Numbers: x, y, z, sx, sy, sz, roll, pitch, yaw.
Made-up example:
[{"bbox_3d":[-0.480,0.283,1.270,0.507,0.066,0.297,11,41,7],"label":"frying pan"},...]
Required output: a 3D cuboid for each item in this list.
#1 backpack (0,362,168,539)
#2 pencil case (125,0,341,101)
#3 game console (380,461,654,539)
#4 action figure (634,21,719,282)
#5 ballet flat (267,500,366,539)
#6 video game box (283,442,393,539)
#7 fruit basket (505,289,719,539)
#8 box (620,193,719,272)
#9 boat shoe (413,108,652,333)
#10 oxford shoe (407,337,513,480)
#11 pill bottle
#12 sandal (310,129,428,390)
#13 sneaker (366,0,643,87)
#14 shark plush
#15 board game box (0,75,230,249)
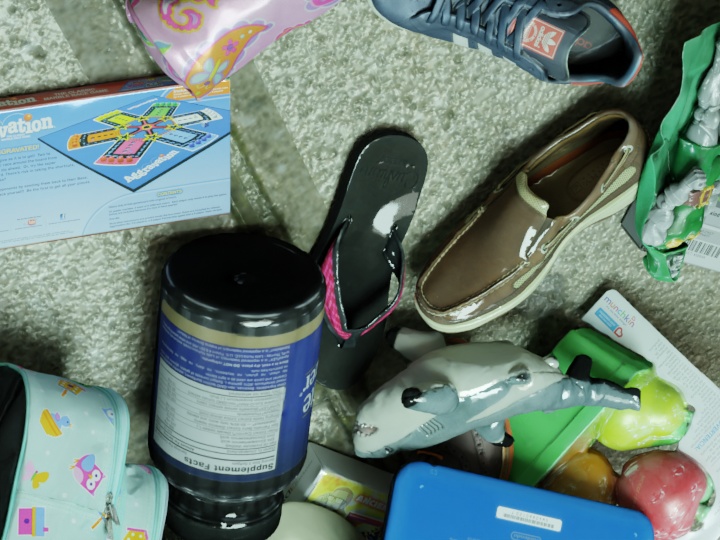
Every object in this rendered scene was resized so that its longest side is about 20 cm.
[{"bbox_3d":[-0.213,0.164,1.504,0.153,0.176,0.201,9,77,-27],"label":"backpack"},{"bbox_3d":[-0.049,-0.192,1.419,0.200,0.087,0.088,-36,127,1],"label":"pencil case"},{"bbox_3d":[0.088,0.239,1.635,0.199,0.118,0.171,14,79,-16],"label":"game console"},{"bbox_3d":[0.233,-0.077,1.572,0.118,0.055,0.201,-19,136,-41],"label":"action figure"},{"bbox_3d":[-0.001,0.238,1.666,0.069,0.070,0.200,-40,127,5],"label":"ballet flat"},{"bbox_3d":[-0.006,0.238,1.732,0.200,0.047,0.182,24,111,-33],"label":"video game box"},{"bbox_3d":[0.195,0.146,1.677,0.200,0.094,0.185,42,102,8],"label":"fruit basket"},{"bbox_3d":[0.299,-0.090,1.653,0.155,0.041,0.200,13,116,-29],"label":"box"},{"bbox_3d":[0.114,-0.042,1.579,0.202,0.075,0.075,-42,153,-6],"label":"boat shoe"},{"bbox_3d":[0.062,0.150,1.651,0.072,0.071,0.201,-9,98,-45],"label":"oxford shoe"},{"bbox_3d":[-0.087,0.085,1.559,0.111,0.112,0.201,-5,123,-20],"label":"pill bottle"},{"bbox_3d":[0.000,0.000,1.582,0.075,0.045,0.201,3,119,-26],"label":"sandal"},{"bbox_3d":[0.099,-0.165,1.493,0.199,0.085,0.075,9,117,-27],"label":"sneaker"},{"bbox_3d":[0.093,0.088,1.615,0.199,0.091,0.084,-8,121,-18],"label":"shark plush"},{"bbox_3d":[-0.181,-0.069,1.479,0.199,0.019,0.103,-9,125,-17],"label":"board game box"}]
